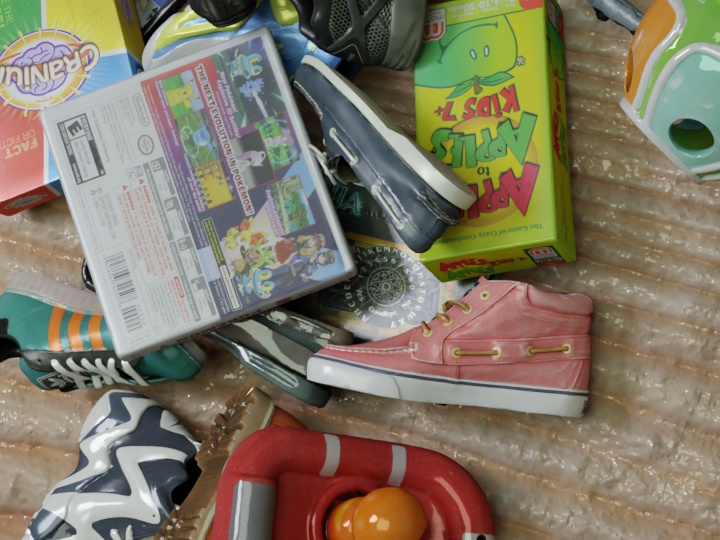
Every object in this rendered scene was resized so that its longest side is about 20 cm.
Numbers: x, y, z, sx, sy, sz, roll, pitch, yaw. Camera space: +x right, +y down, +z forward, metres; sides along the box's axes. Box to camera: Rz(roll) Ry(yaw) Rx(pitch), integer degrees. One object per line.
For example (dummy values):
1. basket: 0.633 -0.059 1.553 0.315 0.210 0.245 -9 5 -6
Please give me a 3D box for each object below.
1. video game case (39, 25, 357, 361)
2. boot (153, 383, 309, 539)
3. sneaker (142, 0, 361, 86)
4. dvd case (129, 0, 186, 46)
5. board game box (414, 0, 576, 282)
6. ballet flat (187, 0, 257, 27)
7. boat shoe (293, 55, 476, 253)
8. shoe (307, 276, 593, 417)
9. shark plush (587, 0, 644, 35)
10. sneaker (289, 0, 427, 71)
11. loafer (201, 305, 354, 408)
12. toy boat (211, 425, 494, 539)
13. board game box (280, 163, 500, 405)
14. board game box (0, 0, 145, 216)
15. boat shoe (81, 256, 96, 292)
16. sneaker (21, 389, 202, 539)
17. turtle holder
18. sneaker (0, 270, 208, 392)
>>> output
1. video game case: -0.119 -0.057 1.561 0.182 0.023 0.200 -20 74 2
2. boot: -0.085 0.193 1.545 0.107 0.075 0.200 37 70 -20
3. sneaker: -0.066 -0.166 1.620 0.200 0.076 0.105 -26 75 15
4. dvd case: -0.229 -0.211 1.721 0.200 0.018 0.143 -46 70 9
5. board game box: 0.094 -0.099 1.541 0.102 0.048 0.200 -9 67 20
6. ballet flat: -0.099 -0.251 1.606 0.066 0.057 0.200 -16 35 10
7. boat shoe: 0.005 -0.082 1.518 0.062 0.075 0.200 -51 53 7
8. shoe: 0.065 0.048 1.514 0.200 0.071 0.091 6 89 -4
9. shark plush: 0.125 -0.231 1.549 0.091 0.083 0.200 -35 72 13
10. sneaker: -0.007 -0.249 1.546 0.114 0.076 0.200 7 91 -18
11. loafer: -0.095 0.025 1.584 0.200 0.072 0.063 32 91 11
12. toy boat: 0.005 0.176 1.480 0.131 0.200 0.131 -16 67 63
13. board game box: 0.000 0.000 1.596 0.200 0.028 0.135 24 91 23
14. board game box: -0.243 -0.162 1.687 0.153 0.040 0.200 -20 76 18
15. boat shoe: -0.136 -0.056 1.640 0.200 0.060 0.074 -45 72 11
16. sneaker: -0.170 0.201 1.607 0.130 0.079 0.199 23 81 31
17. turtle holder: 0.260 -0.121 1.466 0.132 0.185 0.141 -45 38 10
18. sneaker: -0.204 0.063 1.630 0.200 0.071 0.080 14 67 36
